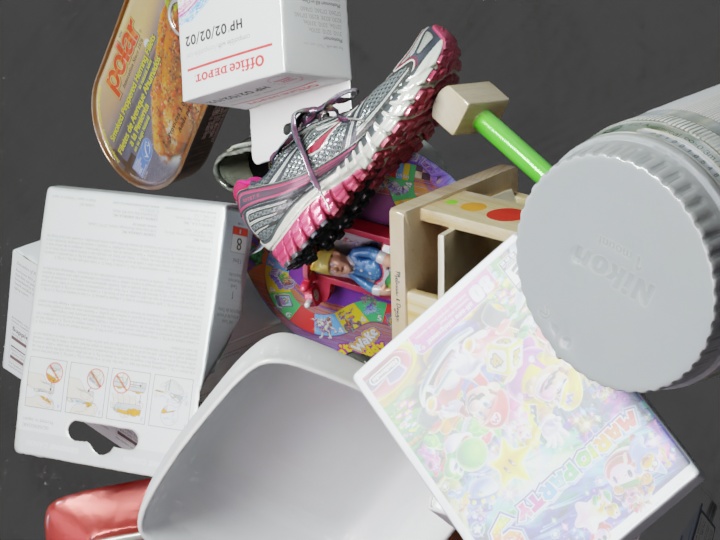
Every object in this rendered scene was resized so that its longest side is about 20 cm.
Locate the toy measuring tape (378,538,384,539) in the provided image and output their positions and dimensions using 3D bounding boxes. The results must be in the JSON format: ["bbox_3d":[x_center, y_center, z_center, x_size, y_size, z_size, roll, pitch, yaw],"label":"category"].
[{"bbox_3d":[-0.015,0.157,1.757,0.200,0.073,0.074,-154,52,-69],"label":"toy measuring tape"}]

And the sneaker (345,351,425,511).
[{"bbox_3d":[0.004,0.109,1.696,0.200,0.066,0.091,26,130,37],"label":"sneaker"}]

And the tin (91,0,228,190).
[{"bbox_3d":[-0.149,-0.154,1.820,0.112,0.042,0.200,43,131,19],"label":"tin"}]

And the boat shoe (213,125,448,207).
[{"bbox_3d":[-0.024,-0.066,1.712,0.200,0.064,0.071,7,110,42],"label":"boat shoe"}]

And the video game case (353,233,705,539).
[{"bbox_3d":[0.100,0.095,1.438,0.143,0.018,0.200,-41,62,11],"label":"video game case"}]

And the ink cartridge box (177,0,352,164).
[{"bbox_3d":[-0.071,-0.185,1.670,0.115,0.068,0.201,-12,80,46],"label":"ink cartridge box"}]

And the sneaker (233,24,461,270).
[{"bbox_3d":[-0.009,-0.092,1.594,0.075,0.081,0.200,47,106,12],"label":"sneaker"}]

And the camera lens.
[{"bbox_3d":[0.210,-0.025,1.403,0.160,0.200,0.161,18,117,39],"label":"camera lens"}]

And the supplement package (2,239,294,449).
[{"bbox_3d":[-0.153,0.050,1.816,0.200,0.156,0.111,30,124,33],"label":"supplement package"}]

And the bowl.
[{"bbox_3d":[-0.034,0.137,1.606,0.199,0.075,0.200,27,119,-18],"label":"bowl"}]

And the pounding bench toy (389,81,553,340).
[{"bbox_3d":[0.118,-0.019,1.550,0.156,0.124,0.201,15,115,40],"label":"pounding bench toy"}]

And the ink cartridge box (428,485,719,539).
[{"bbox_3d":[0.153,0.165,1.521,0.146,0.200,0.086,15,76,30],"label":"ink cartridge box"}]

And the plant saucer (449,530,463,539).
[{"bbox_3d":[0.083,0.146,1.712,0.200,0.037,0.201,19,119,38],"label":"plant saucer"}]

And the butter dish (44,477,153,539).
[{"bbox_3d":[-0.138,0.246,1.898,0.199,0.148,0.200,-10,102,3],"label":"butter dish"}]

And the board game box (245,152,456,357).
[{"bbox_3d":[0.000,0.000,1.675,0.200,0.039,0.158,-27,108,34],"label":"board game box"}]

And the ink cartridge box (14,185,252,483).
[{"bbox_3d":[-0.165,0.044,1.700,0.162,0.050,0.201,7,91,29],"label":"ink cartridge box"}]
